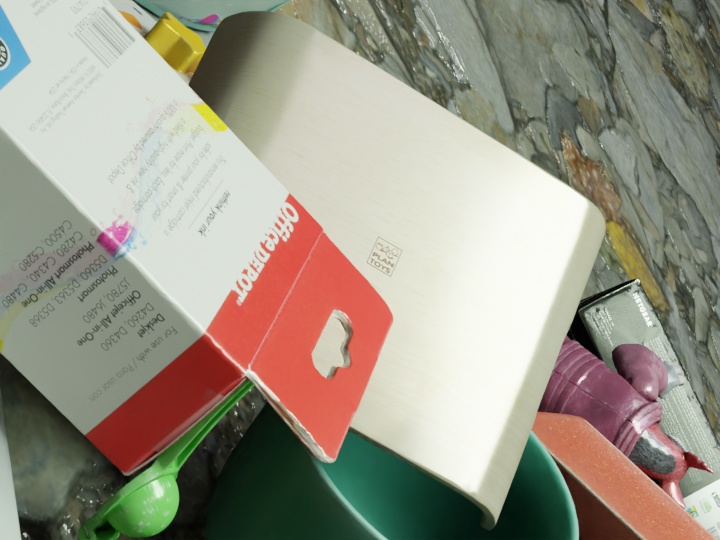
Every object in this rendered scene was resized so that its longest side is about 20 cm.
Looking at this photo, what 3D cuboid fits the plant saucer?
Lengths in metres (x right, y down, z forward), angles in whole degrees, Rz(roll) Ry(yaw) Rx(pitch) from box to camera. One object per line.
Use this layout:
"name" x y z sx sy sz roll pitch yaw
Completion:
"plant saucer" 0.151 0.167 0.917 0.200 0.037 0.200 43 -19 22

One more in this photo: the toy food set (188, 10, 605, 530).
"toy food set" 0.000 0.000 0.761 0.199 0.060 0.145 30 68 -13

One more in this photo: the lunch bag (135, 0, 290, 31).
"lunch bag" -0.071 -0.215 0.950 0.200 0.169 0.123 37 43 -43

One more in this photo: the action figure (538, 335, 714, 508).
"action figure" 0.114 0.059 1.015 0.199 0.134 0.149 30 -22 22

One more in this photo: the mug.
"mug" 0.014 0.118 0.826 0.152 0.115 0.185 44 29 15

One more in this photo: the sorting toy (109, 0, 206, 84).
"sorting toy" -0.111 -0.085 0.869 0.180 0.107 0.199 51 21 20

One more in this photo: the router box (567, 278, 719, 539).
"router box" 0.180 0.113 1.162 0.202 0.051 0.149 65 -13 2

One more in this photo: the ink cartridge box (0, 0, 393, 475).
"ink cartridge box" -0.085 -0.014 0.626 0.200 0.067 0.116 47 27 -10

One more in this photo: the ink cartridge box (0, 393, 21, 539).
"ink cartridge box" -0.199 0.010 0.595 0.146 0.083 0.202 27 42 -51

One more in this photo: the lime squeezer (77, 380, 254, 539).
"lime squeezer" -0.082 0.112 0.707 0.038 0.070 0.202 9 99 -49
